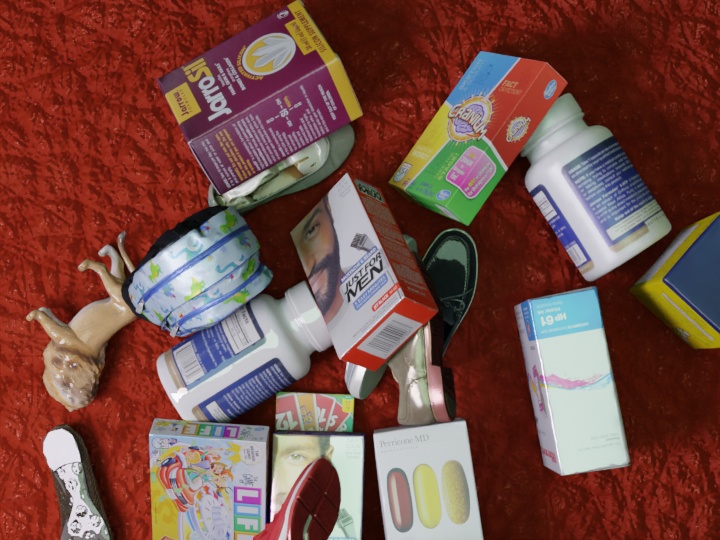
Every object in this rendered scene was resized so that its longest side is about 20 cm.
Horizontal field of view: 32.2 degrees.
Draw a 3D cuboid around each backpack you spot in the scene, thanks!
[{"bbox_3d":[-0.178,-0.001,1.406,0.162,0.200,0.154,-29,76,-21],"label":"backpack"}]

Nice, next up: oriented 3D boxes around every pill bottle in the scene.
[{"bbox_3d":[0.264,-0.101,1.468,0.119,0.120,0.201,-32,86,-2],"label":"pill bottle"},{"bbox_3d":[-0.128,0.098,1.458,0.199,0.111,0.112,-31,86,2],"label":"pill bottle"}]

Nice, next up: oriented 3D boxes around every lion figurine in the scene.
[{"bbox_3d":[-0.314,0.061,1.491,0.122,0.072,0.200,44,83,-4],"label":"lion figurine"}]

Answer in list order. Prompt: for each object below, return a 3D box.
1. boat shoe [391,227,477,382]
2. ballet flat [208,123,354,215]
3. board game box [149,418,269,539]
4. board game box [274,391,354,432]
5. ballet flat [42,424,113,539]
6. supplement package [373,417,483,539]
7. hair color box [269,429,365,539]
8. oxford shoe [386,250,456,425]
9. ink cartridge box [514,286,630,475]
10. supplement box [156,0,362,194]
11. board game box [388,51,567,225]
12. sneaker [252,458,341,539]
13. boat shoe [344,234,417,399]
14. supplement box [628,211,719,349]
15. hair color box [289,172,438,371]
[{"bbox_3d":[0.090,0.045,1.489,0.074,0.062,0.202,21,85,4],"label":"boat shoe"},{"bbox_3d":[-0.094,-0.123,1.503,0.199,0.064,0.068,-29,86,-2],"label":"ballet flat"},{"bbox_3d":[-0.173,0.268,1.441,0.133,0.034,0.202,3,116,1],"label":"board game box"},{"bbox_3d":[-0.058,0.248,1.494,0.094,0.030,0.202,2,88,1],"label":"board game box"},{"bbox_3d":[-0.335,0.282,1.490,0.067,0.046,0.202,-15,90,3],"label":"ballet flat"},{"bbox_3d":[0.081,0.278,1.446,0.113,0.110,0.202,-9,85,0],"label":"supplement package"},{"bbox_3d":[-0.050,0.288,1.447,0.108,0.065,0.202,1,85,1],"label":"hair color box"},{"bbox_3d":[0.057,0.077,1.420,0.074,0.070,0.202,-13,71,18],"label":"oxford shoe"},{"bbox_3d":[0.241,0.128,1.437,0.084,0.145,0.202,-11,85,0],"label":"ink cartridge box"},{"bbox_3d":[-0.118,-0.205,1.466,0.199,0.103,0.131,-30,52,-2],"label":"supplement box"},{"bbox_3d":[0.134,-0.159,1.460,0.040,0.153,0.201,37,86,-28],"label":"board game box"},{"bbox_3d":[-0.103,0.293,1.369,0.115,0.201,0.079,-8,129,35],"label":"sneaker"},{"bbox_3d":[0.010,0.050,1.494,0.071,0.070,0.203,15,87,23],"label":"boat shoe"},{"bbox_3d":[0.397,0.014,1.415,0.109,0.200,0.109,43,88,4],"label":"supplement box"},{"bbox_3d":[0.000,0.000,1.423,0.111,0.064,0.201,-45,45,23],"label":"hair color box"}]
